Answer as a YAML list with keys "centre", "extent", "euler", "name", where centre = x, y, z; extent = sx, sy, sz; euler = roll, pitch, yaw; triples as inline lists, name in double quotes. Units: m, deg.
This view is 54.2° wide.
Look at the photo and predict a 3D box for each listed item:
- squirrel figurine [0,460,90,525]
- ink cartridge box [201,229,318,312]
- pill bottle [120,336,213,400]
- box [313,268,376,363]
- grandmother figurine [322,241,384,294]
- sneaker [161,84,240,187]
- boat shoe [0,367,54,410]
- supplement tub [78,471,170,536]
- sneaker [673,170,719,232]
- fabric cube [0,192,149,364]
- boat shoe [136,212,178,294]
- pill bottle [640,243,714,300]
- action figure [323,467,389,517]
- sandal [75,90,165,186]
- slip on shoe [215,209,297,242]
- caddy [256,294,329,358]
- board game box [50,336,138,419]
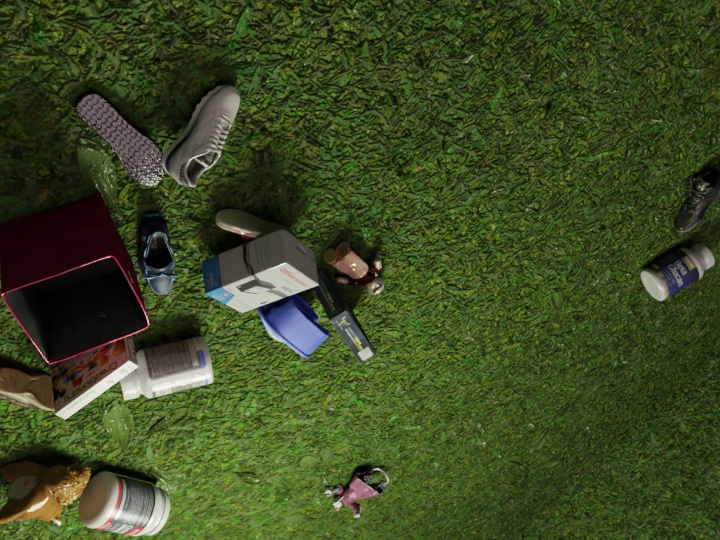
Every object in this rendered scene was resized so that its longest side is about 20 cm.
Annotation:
- centre: [-0.758, 0.551, 1.717]
  extent: [0.200, 0.142, 0.187]
  euler: [-19, 142, -9]
  name: "squirrel figurine"
- centre: [-0.210, 0.005, 1.490]
  extent: [0.200, 0.084, 0.145]
  euler: [-20, 152, 18]
  name: "ink cartridge box"
- centre: [-0.446, 0.225, 1.603]
  extent: [0.200, 0.114, 0.114]
  euler: [-11, 133, -19]
  name: "pill bottle"
- centre: [-0.043, 0.109, 1.686]
  extent: [0.051, 0.158, 0.200]
  euler: [-31, 136, -1]
  name: "box"
- centre: [0.000, 0.000, 1.688]
  extent: [0.121, 0.061, 0.200]
  euler: [-16, 146, 25]
  name: "grandmother figurine"
- centre: [-0.272, -0.241, 1.272]
  extent: [0.200, 0.080, 0.076]
  euler: [-57, 142, 2]
  name: "sneaker"
- centre: [-0.729, 0.260, 1.525]
  extent: [0.072, 0.072, 0.200]
  euler: [-11, 154, 24]
  name: "boat shoe"
- centre: [-0.617, 0.615, 1.845]
  extent: [0.140, 0.140, 0.200]
  euler: [-43, 135, 12]
  name: "supplement tub"
- centre: [0.959, -0.205, 2.013]
  extent: [0.114, 0.076, 0.200]
  euler: [24, 111, -39]
  name: "sneaker"
- centre: [-0.528, 0.012, 1.302]
  extent: [0.200, 0.199, 0.196]
  euler: [-20, 135, -11]
  name: "fabric cube"
- centre: [-0.418, -0.020, 1.426]
  extent: [0.084, 0.069, 0.200]
  euler: [-16, 135, -15]
  name: "boat shoe"
- centre: [0.988, -0.001, 2.186]
  extent: [0.200, 0.111, 0.111]
  euler: [-31, 137, -1]
  name: "pill bottle"
- centre: [-0.025, 0.728, 2.330]
  extent: [0.200, 0.134, 0.149]
  euler: [-40, 180, 27]
  name: "action figure"
- centre: [-0.421, -0.237, 1.254]
  extent: [0.075, 0.045, 0.200]
  euler: [-38, 122, 0]
  name: "sandal"
- centre: [-0.223, -0.076, 1.486]
  extent: [0.200, 0.074, 0.061]
  euler: [18, 122, -44]
  name: "slip on shoe"
- centre: [-0.167, 0.123, 1.645]
  extent: [0.105, 0.141, 0.200]
  euler: [-40, 136, 3]
  name: "caddy"
- centre: [-0.573, 0.212, 1.511]
  extent: [0.200, 0.126, 0.035]
  euler: [-36, 137, 5]
  name: "board game box"
